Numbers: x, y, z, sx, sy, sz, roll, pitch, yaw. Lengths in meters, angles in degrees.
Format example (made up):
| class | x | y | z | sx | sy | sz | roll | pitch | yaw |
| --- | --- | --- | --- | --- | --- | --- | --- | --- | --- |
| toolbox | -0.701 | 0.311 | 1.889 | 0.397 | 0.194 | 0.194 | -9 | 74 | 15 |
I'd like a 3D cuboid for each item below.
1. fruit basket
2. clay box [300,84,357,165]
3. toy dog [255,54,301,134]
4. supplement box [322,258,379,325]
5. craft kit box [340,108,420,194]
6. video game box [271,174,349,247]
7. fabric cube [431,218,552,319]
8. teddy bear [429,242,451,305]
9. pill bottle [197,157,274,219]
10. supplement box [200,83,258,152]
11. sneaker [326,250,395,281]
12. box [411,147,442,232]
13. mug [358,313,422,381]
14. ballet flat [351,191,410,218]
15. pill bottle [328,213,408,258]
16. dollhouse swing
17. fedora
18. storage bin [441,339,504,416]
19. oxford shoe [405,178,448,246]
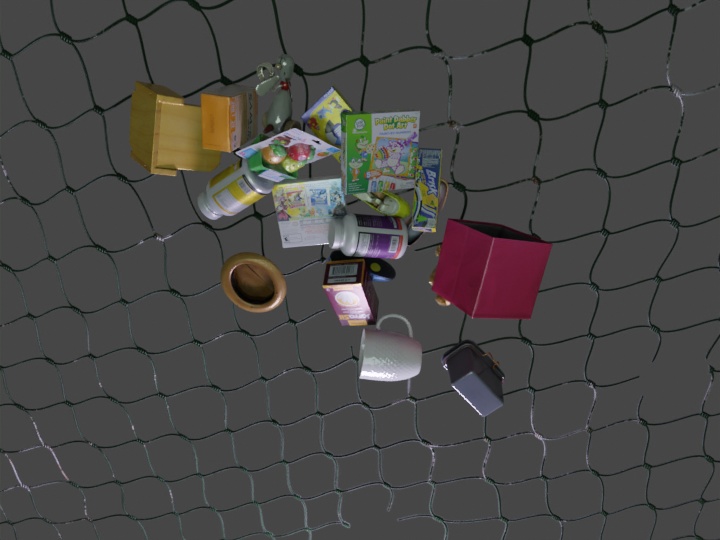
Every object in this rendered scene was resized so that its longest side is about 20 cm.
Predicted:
| class | x | y | z | sx | sy | sz | roll | pitch | yaw |
| --- | --- | --- | --- | --- | --- | --- | --- | --- | --- |
| fruit basket | -0.175 | -0.286 | 1.302 | 0.199 | 0.185 | 0.095 | -5 | 82 | 33 |
| clay box | -0.044 | -0.355 | 1.348 | 0.115 | 0.048 | 0.200 | -38 | 105 | 19 |
| toy dog | -0.207 | -0.412 | 1.289 | 0.131 | 0.096 | 0.201 | 2 | 117 | 30 |
| supplement box | -0.023 | 0.065 | 1.470 | 0.109 | 0.086 | 0.201 | -4 | 141 | 14 |
| craft kit box | 0.049 | -0.299 | 1.323 | 0.198 | 0.049 | 0.199 | -10 | 115 | -19 |
| video game box | -0.132 | -0.161 | 1.446 | 0.198 | 0.047 | 0.184 | -4 | 117 | 7 |
| fabric cube | 0.328 | -0.007 | 1.345 | 0.195 | 0.200 | 0.201 | 2 | 108 | -27 |
| teddy bear | 0.262 | 0.014 | 1.478 | 0.144 | 0.067 | 0.201 | 13 | 116 | -4 |
| pill bottle | -0.335 | -0.214 | 1.397 | 0.199 | 0.112 | 0.112 | -25 | 110 | 26 |
| supplement box | -0.312 | -0.374 | 1.279 | 0.073 | 0.200 | 0.127 | 8 | 116 | 5 |
| sneaker | 0.000 | 0.000 | 1.506 | 0.198 | 0.066 | 0.079 | 13 | 139 | -6 |
| box | 0.170 | -0.203 | 1.340 | 0.064 | 0.070 | 0.202 | 5 | 89 | 9 |
| mug | 0.092 | 0.227 | 1.563 | 0.174 | 0.148 | 0.202 | 7 | 85 | -4 |
| ballet flat | 0.044 | -0.188 | 1.405 | 0.199 | 0.067 | 0.067 | 29 | 113 | -8 |
| pill bottle | 0.019 | -0.092 | 1.399 | 0.198 | 0.113 | 0.113 | 3 | 117 | -18 |
| dollhouse swing | -0.483 | -0.370 | 1.389 | 0.181 | 0.175 | 0.201 | 35 | 122 | 35 |
| fedora | -0.304 | 0.023 | 1.527 | 0.199 | 0.082 | 0.202 | 1 | 119 | 1 |
| storage bin | 0.352 | 0.326 | 1.577 | 0.145 | 0.135 | 0.200 | -39 | 107 | 20 |
| oxford shoe | 0.176 | -0.150 | 1.407 | 0.071 | 0.073 | 0.201 | 25 | 114 | -6 |
